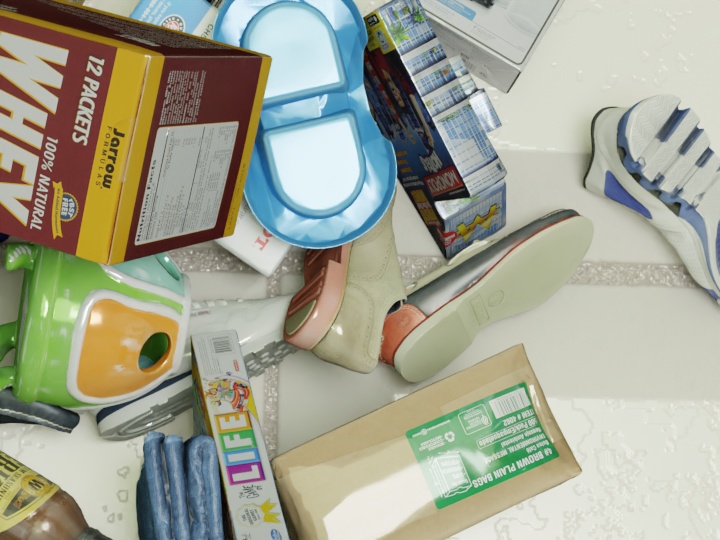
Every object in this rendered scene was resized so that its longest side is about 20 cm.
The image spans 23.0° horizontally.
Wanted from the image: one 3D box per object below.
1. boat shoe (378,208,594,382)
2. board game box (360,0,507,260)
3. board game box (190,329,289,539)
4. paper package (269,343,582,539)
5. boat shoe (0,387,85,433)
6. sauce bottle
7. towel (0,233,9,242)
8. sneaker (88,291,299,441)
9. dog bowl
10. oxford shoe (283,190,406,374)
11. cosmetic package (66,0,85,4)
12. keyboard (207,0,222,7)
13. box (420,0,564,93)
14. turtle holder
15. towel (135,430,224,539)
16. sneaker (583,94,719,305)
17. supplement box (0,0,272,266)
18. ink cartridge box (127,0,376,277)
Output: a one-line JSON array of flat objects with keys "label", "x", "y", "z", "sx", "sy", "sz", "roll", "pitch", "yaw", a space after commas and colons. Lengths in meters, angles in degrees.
[{"label": "boat shoe", "x": 0.092, "y": 0.009, "z": 1.369, "sx": 0.200, "sy": 0.071, "sz": 0.063, "roll": -35, "pitch": 45, "yaw": -14}, {"label": "board game box", "x": 0.058, "y": -0.109, "z": 1.344, "sx": 0.062, "sy": 0.200, "sz": 0.200, "roll": -30, "pitch": 97, "yaw": -11}, {"label": "board game box", "x": -0.085, "y": 0.159, "z": 1.229, "sx": 0.034, "sy": 0.135, "sz": 0.200, "roll": -7, "pitch": 43, "yaw": -11}, {"label": "paper package", "x": 0.033, "y": 0.148, "z": 1.265, "sx": 0.200, "sy": 0.191, "sz": 0.104, "roll": -23, "pitch": 83, "yaw": -12}, {"label": "boat shoe", "x": -0.303, "y": 0.096, "z": 1.297, "sx": 0.199, "sy": 0.075, "sz": 0.062, "roll": 14, "pitch": 76, "yaw": -1}, {"label": "sauce bottle", "x": -0.241, "y": 0.166, "z": 1.223, "sx": 0.200, "sy": 0.065, "sz": 0.065, "roll": 29, "pitch": 76, "yaw": 8}, {"label": "towel", "x": -0.358, "y": -0.024, "z": 1.310, "sx": 0.200, "sy": 0.050, "sz": 0.148, "roll": -35, "pitch": 57, "yaw": -10}, {"label": "sneaker", "x": -0.120, "y": 0.052, "z": 1.332, "sx": 0.200, "sy": 0.076, "sz": 0.081, "roll": -24, "pitch": 71, "yaw": -13}, {"label": "dog bowl", "x": -0.042, "y": -0.115, "z": 1.275, "sx": 0.111, "sy": 0.050, "sz": 0.201, "roll": -13, "pitch": 93, "yaw": -5}, {"label": "oxford shoe", "x": 0.000, "y": 0.000, "z": 1.335, "sx": 0.074, "sy": 0.071, "sz": 0.200, "roll": 34, "pitch": 45, "yaw": -15}, {"label": "cosmetic package", "x": -0.255, "y": -0.216, "z": 1.356, "sx": 0.071, "sy": 0.105, "sz": 0.200, "roll": 28, "pitch": 78, "yaw": -2}, {"label": "keyboard", "x": -0.106, "y": -0.178, "z": 1.397, "sx": 0.104, "sy": 0.040, "sz": 0.200, "roll": 38, "pitch": 76, "yaw": 2}, {"label": "box", "x": 0.123, "y": -0.260, "z": 1.430, "sx": 0.116, "sy": 0.060, "sz": 0.200, "roll": 32, "pitch": 76, "yaw": 1}, {"label": "turtle holder", "x": -0.193, "y": 0.029, "z": 1.258, "sx": 0.131, "sy": 0.185, "sz": 0.141, "roll": 8, "pitch": 86, "yaw": -12}, {"label": "towel", "x": -0.130, "y": 0.175, "z": 1.236, "sx": 0.048, "sy": 0.200, "sz": 0.112, "roll": -4, "pitch": 78, "yaw": -12}, {"label": "sneaker", "x": 0.245, "y": -0.065, "z": 1.395, "sx": 0.081, "sy": 0.115, "sz": 0.200, "roll": -46, "pitch": 115, "yaw": -11}, {"label": "supplement box", "x": -0.196, "y": -0.102, "z": 1.175, "sx": 0.197, "sy": 0.200, "sz": 0.133, "roll": 17, "pitch": 101, "yaw": 16}, {"label": "ink cartridge box", "x": -0.107, "y": -0.108, "z": 1.337, "sx": 0.200, "sy": 0.085, "sz": 0.145, "roll": 35, "pitch": 90, "yaw": -5}]
